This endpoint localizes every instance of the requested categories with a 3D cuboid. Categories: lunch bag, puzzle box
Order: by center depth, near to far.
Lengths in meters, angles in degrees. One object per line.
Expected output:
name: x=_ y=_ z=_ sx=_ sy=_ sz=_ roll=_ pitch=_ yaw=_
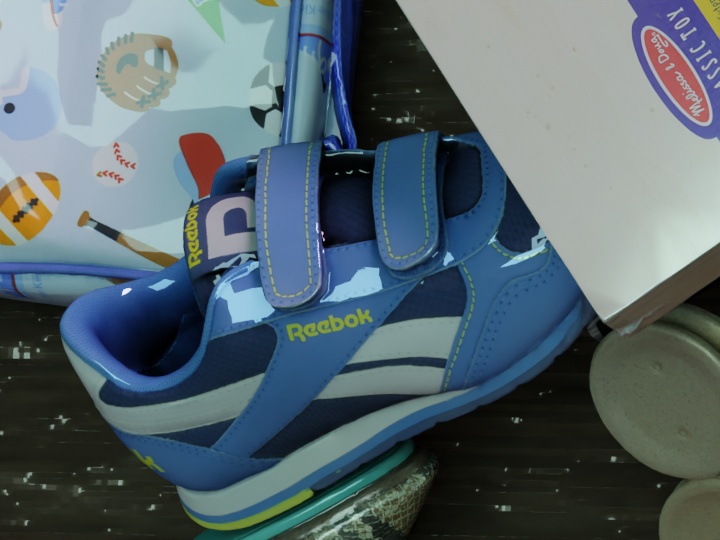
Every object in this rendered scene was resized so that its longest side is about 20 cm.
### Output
puzzle box: x=0.069 y=-0.099 z=0.743 sx=0.133 sy=0.025 sz=0.200 roll=-34 pitch=69 yaw=10
lunch bag: x=-0.072 y=-0.078 z=0.898 sx=0.160 sy=0.076 sz=0.200 roll=2 pitch=82 yaw=14

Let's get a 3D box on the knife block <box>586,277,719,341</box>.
knife block: x=0.158 y=-0.039 z=0.824 sx=0.175 sy=0.064 sz=0.200 roll=13 pitch=74 yaw=29

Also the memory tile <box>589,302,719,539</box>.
memory tile: x=0.156 y=0.089 z=0.764 sx=0.153 sy=0.017 sz=0.200 roll=-15 pitch=109 yaw=43

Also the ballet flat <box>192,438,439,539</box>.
ballet flat: x=-0.056 y=0.111 z=0.878 sx=0.200 sy=0.068 sz=0.075 roll=-18 pitch=99 yaw=19

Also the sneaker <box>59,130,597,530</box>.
sneaker: x=0.000 y=0.000 z=0.794 sx=0.200 sy=0.082 sz=0.074 roll=-34 pitch=29 yaw=25
